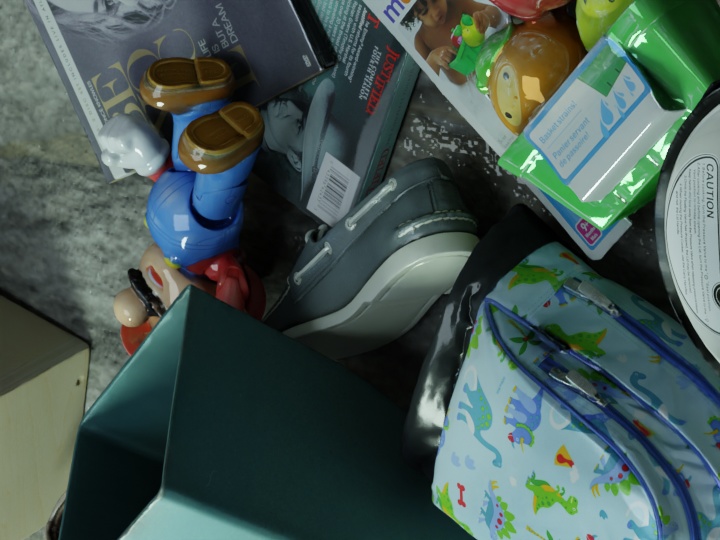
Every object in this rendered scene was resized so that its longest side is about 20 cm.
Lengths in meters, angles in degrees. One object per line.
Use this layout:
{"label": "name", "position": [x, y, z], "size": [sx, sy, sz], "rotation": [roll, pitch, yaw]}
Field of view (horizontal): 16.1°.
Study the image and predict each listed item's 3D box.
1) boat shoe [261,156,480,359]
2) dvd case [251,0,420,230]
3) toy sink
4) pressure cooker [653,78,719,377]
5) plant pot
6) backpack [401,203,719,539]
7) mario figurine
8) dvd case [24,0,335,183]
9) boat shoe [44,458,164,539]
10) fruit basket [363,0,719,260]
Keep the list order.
{"label": "boat shoe", "position": [0.000, 0.000, 1.385], "size": [0.200, 0.072, 0.062], "rotation": [-36, 61, 54]}
{"label": "dvd case", "position": [-0.056, -0.128, 1.409], "size": [0.200, 0.022, 0.147], "rotation": [38, 130, 25]}
{"label": "toy sink", "position": [-0.283, 0.077, 1.640], "size": [0.199, 0.112, 0.131], "rotation": [25, 124, 26]}
{"label": "pressure cooker", "position": [0.223, -0.026, 1.076], "size": [0.176, 0.199, 0.179], "rotation": [52, 134, 10]}
{"label": "plant pot", "position": [-0.042, 0.135, 1.361], "size": [0.199, 0.142, 0.141], "rotation": [24, 134, -19]}
{"label": "backpack", "position": [0.120, 0.089, 1.275], "size": [0.199, 0.154, 0.164], "rotation": [28, 127, 14]}
{"label": "mario figurine", "position": [-0.105, -0.014, 1.412], "size": [0.105, 0.124, 0.201], "rotation": [9, 133, 3]}
{"label": "dvd case", "position": [-0.111, -0.147, 1.425], "size": [0.199, 0.016, 0.150], "rotation": [-23, 92, 46]}
{"label": "boat shoe", "position": [-0.144, 0.144, 1.526], "size": [0.200, 0.059, 0.072], "rotation": [142, 134, -68]}
{"label": "fruit basket", "position": [0.092, -0.126, 1.217], "size": [0.200, 0.094, 0.185], "rotation": [46, 133, 6]}
